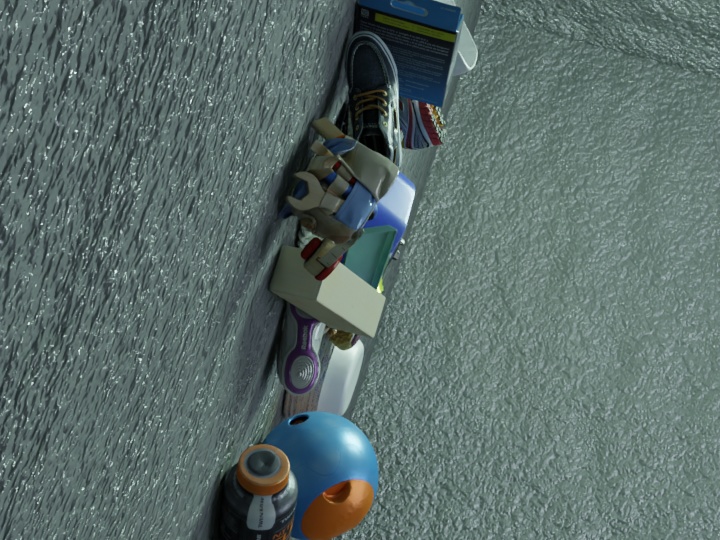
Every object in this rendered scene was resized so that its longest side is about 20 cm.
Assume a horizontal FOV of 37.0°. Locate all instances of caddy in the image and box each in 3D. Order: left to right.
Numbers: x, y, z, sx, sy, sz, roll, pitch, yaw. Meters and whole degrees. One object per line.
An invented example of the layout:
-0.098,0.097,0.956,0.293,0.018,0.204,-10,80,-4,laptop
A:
-0.001,-0.091,1.642,0.141,0.105,0.201,-36,-153,41,caddy

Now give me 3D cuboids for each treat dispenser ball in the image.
-0.070,0.324,1.700,0.201,0.199,0.203,16,90,-84,treat dispenser ball

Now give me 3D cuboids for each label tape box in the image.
0.066,-0.329,1.494,0.201,0.142,0.067,98,11,-57,label tape box

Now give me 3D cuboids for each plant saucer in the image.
0.000,0.000,1.584,0.201,0.069,0.019,108,-33,-53,plant saucer

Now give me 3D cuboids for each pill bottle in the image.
-0.143,0.333,1.498,0.107,0.105,0.201,-67,171,-49,pill bottle

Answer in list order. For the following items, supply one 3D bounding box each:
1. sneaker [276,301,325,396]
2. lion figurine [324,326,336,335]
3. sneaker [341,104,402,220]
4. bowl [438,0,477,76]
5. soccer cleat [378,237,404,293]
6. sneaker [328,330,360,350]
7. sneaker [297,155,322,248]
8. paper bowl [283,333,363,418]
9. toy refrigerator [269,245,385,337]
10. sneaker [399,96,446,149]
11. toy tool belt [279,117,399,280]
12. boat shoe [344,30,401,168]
-0.090,0.081,1.597,0.100,0.074,0.202,-174,-82,-72,sneaker
-0.059,0.030,1.742,0.123,0.072,0.201,86,5,-52,lion figurine
0.020,-0.160,1.555,0.079,0.088,0.202,105,-12,-57,sneaker
0.108,-0.400,1.708,0.201,0.074,0.200,59,18,-14,bowl
0.006,-0.003,1.729,0.065,0.084,0.201,-24,-145,49,soccer cleat
-0.009,0.058,1.855,0.090,0.074,0.202,42,39,-44,sneaker
-0.041,-0.072,1.496,0.201,0.080,0.076,101,6,-54,sneaker
-0.060,0.180,1.904,0.201,0.103,0.202,17,90,-83,paper bowl
-0.040,0.029,1.471,0.200,0.075,0.071,37,68,-61,toy refrigerator
0.062,-0.279,1.688,0.201,0.082,0.078,66,24,-16,sneaker
-0.048,-0.094,1.329,0.125,0.123,0.201,-37,-162,52,toy tool belt
0.018,-0.217,1.438,0.091,0.070,0.202,-62,142,-73,boat shoe
